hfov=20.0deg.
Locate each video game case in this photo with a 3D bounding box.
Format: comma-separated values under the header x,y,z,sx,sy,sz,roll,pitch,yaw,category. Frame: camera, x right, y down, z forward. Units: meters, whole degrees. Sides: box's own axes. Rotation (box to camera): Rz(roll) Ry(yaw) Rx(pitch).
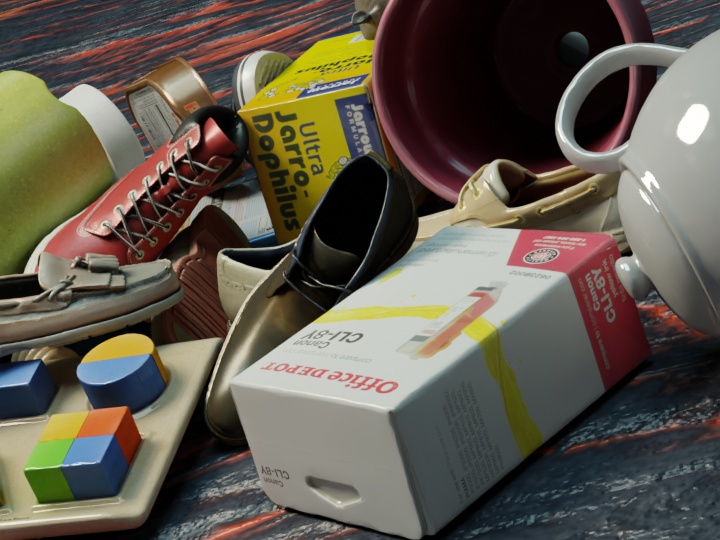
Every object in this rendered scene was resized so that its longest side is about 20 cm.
x,y,z,sx,sy,sz,roll,pitch,yaw,category
-0.142,-0.024,1.629,0.198,0.018,0.143,-17,22,7,video game case

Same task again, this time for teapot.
x,y,z,sx,sy,sz,roll,pitch,yaw,category
0.204,-0.034,1.124,0.145,0.198,0.200,-29,10,3,teapot

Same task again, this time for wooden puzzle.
x,y,z,sx,sy,sz,roll,pitch,yaw,category
-0.196,0.098,1.274,0.184,0.047,0.200,-8,28,21,wooden puzzle

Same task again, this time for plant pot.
x,y,z,sx,sy,sz,roll,pitch,yaw,category
0.130,-0.151,1.490,0.198,0.202,0.179,-10,7,24,plant pot
-0.290,-0.046,1.521,0.199,0.201,0.184,5,40,47,plant pot

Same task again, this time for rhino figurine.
x,y,z,sx,sy,sz,roll,pitch,yaw,category
0.027,-0.217,1.560,0.088,0.060,0.200,-54,10,16,rhino figurine

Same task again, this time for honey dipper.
x,y,z,sx,sy,sz,roll,pitch,yaw,category
-0.178,0.084,1.379,0.038,0.038,0.199,-30,28,-26,honey dipper

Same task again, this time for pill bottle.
x,y,z,sx,sy,sz,roll,pitch,yaw,category
-0.280,-0.061,1.675,0.200,0.110,0.109,-40,27,-22,pill bottle

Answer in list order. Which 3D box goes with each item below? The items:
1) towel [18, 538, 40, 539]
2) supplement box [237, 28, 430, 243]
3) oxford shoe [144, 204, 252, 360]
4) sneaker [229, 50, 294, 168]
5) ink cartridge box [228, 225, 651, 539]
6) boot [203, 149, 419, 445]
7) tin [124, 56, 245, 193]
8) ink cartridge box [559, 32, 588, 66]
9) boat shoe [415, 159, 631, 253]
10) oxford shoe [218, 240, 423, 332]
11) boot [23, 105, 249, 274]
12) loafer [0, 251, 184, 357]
x,y,z,sx,sy,sz,roll,pitch,yaw,category
-0.250,0.158,1.275,0.143,0.023,0.200,-8,25,22,towel
0.001,-0.112,1.570,0.109,0.110,0.200,-10,18,22,supplement box
-0.122,0.026,1.446,0.074,0.071,0.200,-38,14,19,oxford shoe
-0.075,-0.122,1.642,0.079,0.079,0.200,-4,-11,19,sneaker
0.046,0.057,1.171,0.144,0.084,0.200,5,32,47,ink cartridge box
-0.037,0.012,1.256,0.074,0.097,0.201,31,76,14,boot
-0.148,-0.117,1.703,0.042,0.113,0.200,-35,9,-13,tin
0.126,-0.218,1.689,0.050,0.161,0.200,-58,15,19,ink cartridge box
0.102,-0.043,1.385,0.198,0.070,0.074,-9,23,25,boat shoe
0.000,0.000,1.340,0.198,0.074,0.071,-14,18,8,oxford shoe
-0.155,-0.040,1.443,0.144,0.072,0.200,-37,13,42,boot
-0.215,0.019,1.326,0.198,0.063,0.072,-16,12,-10,loafer
